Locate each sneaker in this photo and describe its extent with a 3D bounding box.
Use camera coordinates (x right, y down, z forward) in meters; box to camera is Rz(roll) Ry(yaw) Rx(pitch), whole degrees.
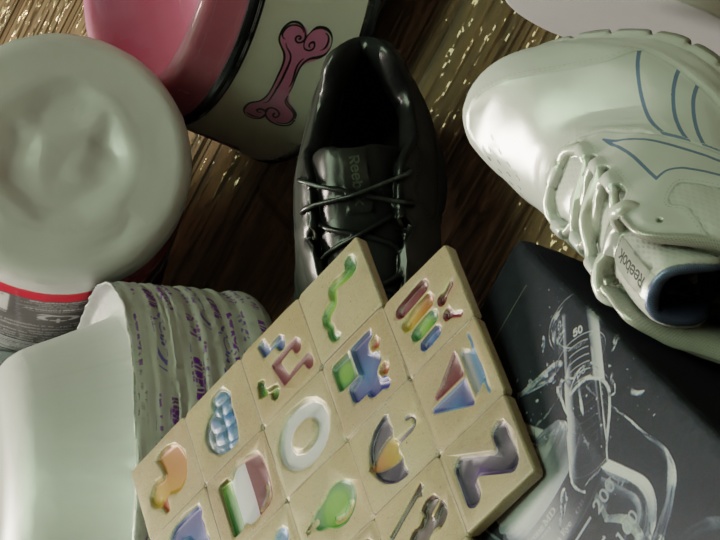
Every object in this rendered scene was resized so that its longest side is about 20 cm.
[{"bbox_3d":[0.101,-0.020,0.959,0.200,0.087,0.075,31,126,39],"label":"sneaker"},{"bbox_3d":[0.000,0.000,1.145,0.091,0.076,0.200,80,-177,-58],"label":"sneaker"}]

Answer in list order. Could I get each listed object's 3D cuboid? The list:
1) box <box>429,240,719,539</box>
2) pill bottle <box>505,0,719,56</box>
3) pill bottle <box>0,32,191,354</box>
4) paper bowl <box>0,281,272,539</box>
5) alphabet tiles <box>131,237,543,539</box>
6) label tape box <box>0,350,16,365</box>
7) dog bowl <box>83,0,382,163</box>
[{"bbox_3d":[0.080,0.126,0.960,0.200,0.104,0.182,-62,32,13],"label":"box"},{"bbox_3d":[0.117,-0.181,1.058,0.116,0.116,0.200,1,74,57],"label":"pill bottle"},{"bbox_3d":[-0.136,-0.020,1.308,0.200,0.110,0.111,119,160,-72],"label":"pill bottle"},{"bbox_3d":[-0.098,0.104,1.184,0.201,0.104,0.201,-175,90,-76],"label":"paper bowl"},{"bbox_3d":[-0.019,0.091,1.005,0.200,0.006,0.167,-46,44,27],"label":"alphabet tiles"},{"bbox_3d":[-0.212,0.106,1.341,0.200,0.066,0.144,5,109,37],"label":"label tape box"},{"bbox_3d":[-0.059,-0.150,1.305,0.200,0.074,0.201,-24,63,61],"label":"dog bowl"}]
